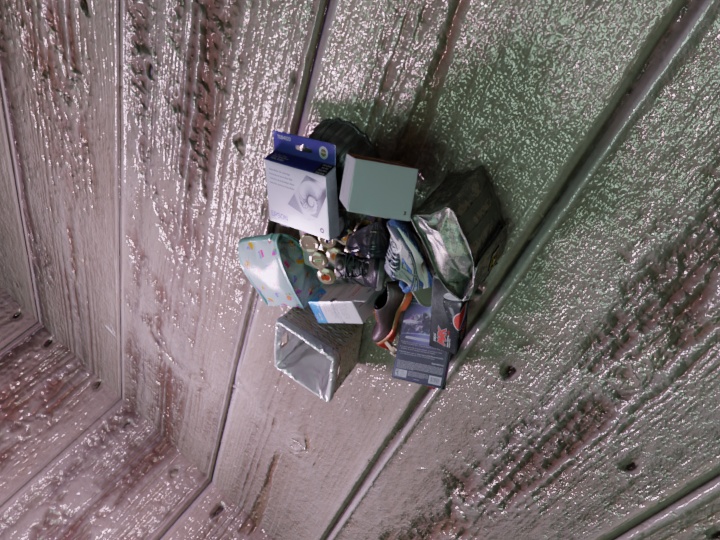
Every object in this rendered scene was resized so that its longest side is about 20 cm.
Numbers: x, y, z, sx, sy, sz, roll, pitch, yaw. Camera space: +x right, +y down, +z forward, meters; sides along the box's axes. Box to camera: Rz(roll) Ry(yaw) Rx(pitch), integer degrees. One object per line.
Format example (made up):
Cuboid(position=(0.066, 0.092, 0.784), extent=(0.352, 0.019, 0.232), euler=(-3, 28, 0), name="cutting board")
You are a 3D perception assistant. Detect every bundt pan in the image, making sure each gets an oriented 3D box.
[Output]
Cuboid(position=(-0.053, -0.222, 1.536), extent=(0.199, 0.076, 0.205), euler=(25, 136, 26), name="bundt pan")

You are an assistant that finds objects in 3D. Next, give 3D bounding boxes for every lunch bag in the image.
Cuboid(position=(-0.215, -0.013, 1.831), extent=(0.168, 0.122, 0.203), euler=(-1, 128, 44), name="lunch bag")
Cuboid(position=(0.206, -0.066, 1.355), extent=(0.116, 0.164, 0.203), euler=(-9, 117, 43), name="lunch bag")

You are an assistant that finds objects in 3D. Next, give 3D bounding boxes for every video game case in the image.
Cuboid(position=(0.149, 0.156, 1.605), extent=(0.140, 0.205, 0.019), euler=(6, 170, 40), name="video game case")

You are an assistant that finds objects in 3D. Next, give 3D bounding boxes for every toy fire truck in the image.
Cuboid(position=(0.116, 0.206, 1.696), extent=(0.139, 0.200, 0.050), euler=(27, 99, -11), name="toy fire truck")

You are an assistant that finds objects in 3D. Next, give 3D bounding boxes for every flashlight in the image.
Cuboid(position=(-0.117, -0.117, 1.619), extent=(0.196, 0.068, 0.069), euler=(14, 126, 34), name="flashlight")

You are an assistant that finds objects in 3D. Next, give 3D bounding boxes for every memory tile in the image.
Cuboid(position=(-0.037, -0.038, 1.669), extent=(0.195, 0.017, 0.156), euler=(-8, 123, 26), name="memory tile")

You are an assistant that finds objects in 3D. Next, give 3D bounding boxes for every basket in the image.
Cuboid(position=(-0.109, 0.199, 1.880), extent=(0.197, 0.161, 0.201), euler=(30, 139, 20), name="basket")

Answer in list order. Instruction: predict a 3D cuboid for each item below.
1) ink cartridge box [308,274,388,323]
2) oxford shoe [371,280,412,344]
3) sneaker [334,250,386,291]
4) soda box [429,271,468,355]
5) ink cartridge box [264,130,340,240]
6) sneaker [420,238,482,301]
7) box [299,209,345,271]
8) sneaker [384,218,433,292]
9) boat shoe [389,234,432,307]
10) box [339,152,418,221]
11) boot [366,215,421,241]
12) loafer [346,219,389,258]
Cuboid(position=(-0.017, 0.070, 1.717), extent=(0.197, 0.116, 0.069), euler=(-3, 122, 44), name="ink cartridge box")
Cuboid(position=(0.056, 0.096, 1.672), extent=(0.071, 0.072, 0.203), euler=(9, 129, -20), name="oxford shoe")
Cuboid(position=(0.000, 0.000, 1.555), extent=(0.111, 0.078, 0.199), euler=(10, 178, -9), name="sneaker")
Cuboid(position=(0.187, 0.077, 1.475), extent=(0.069, 0.064, 0.204), euler=(16, 133, 21), name="soda box")
Cuboid(position=(-0.129, -0.186, 1.526), extent=(0.197, 0.040, 0.205), euler=(19, 122, 38), name="ink cartridge box")
Cuboid(position=(0.196, -0.024, 1.485), extent=(0.088, 0.075, 0.203), euler=(-9, 121, 32), name="sneaker")
Cuboid(position=(-0.095, -0.091, 1.710), extent=(0.115, 0.048, 0.204), euler=(21, 136, 29), name="box")
Cuboid(position=(0.084, -0.020, 1.405), extent=(0.084, 0.078, 0.202), euler=(-25, 133, 5), name="sneaker")
Cuboid(position=(0.108, -0.013, 1.508), extent=(0.204, 0.071, 0.061), euler=(63, 178, -28), name="boat shoe")
Cuboid(position=(0.031, -0.166, 1.370), extent=(0.121, 0.200, 0.100), euler=(8, 101, -8), name="box")
Cuboid(position=(0.081, -0.067, 1.570), extent=(0.096, 0.074, 0.203), euler=(28, 151, 57), name="boot")
Cuboid(position=(0.016, -0.073, 1.520), extent=(0.199, 0.071, 0.074), euler=(-161, 68, -69), name="loafer")
